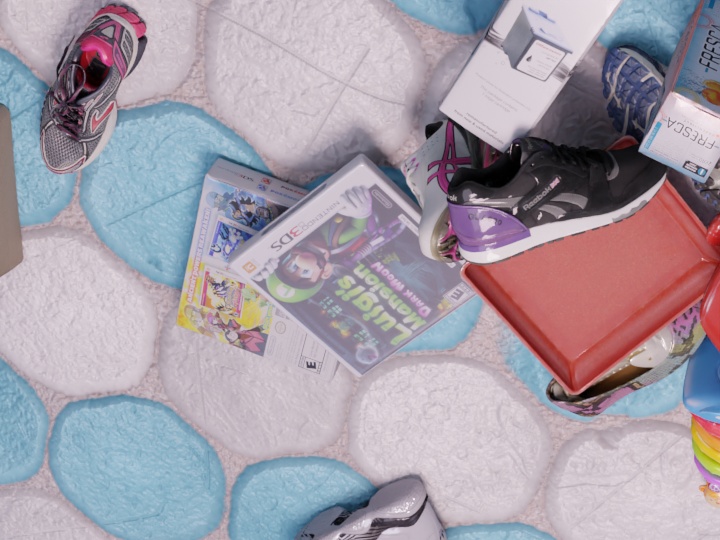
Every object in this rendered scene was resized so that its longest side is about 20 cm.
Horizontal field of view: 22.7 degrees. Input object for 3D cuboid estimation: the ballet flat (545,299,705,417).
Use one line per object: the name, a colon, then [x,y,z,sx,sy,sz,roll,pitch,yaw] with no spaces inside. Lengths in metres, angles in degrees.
ballet flat: [0.259,0.086,1.765,0.200,0.071,0.069,-40,63,37]

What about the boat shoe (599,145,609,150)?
boat shoe: [0.176,-0.057,1.710,0.198,0.075,0.066,-21,109,16]

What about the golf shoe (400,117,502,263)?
golf shoe: [0.078,-0.074,1.659,0.092,0.200,0.073,4,126,17]

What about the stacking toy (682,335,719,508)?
stacking toy: [0.367,0.171,1.778,0.115,0.110,0.201,12,135,10]

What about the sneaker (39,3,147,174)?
sneaker: [-0.284,-0.177,1.808,0.080,0.075,0.200,29,127,1]

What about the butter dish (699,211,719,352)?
butter dish: [0.378,-0.003,1.624,0.148,0.200,0.200,40,128,21]

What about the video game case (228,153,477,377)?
video game case: [0.000,0.000,1.793,0.182,0.023,0.200,-36,120,23]

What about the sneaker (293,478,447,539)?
sneaker: [0.014,0.316,2.004,0.199,0.075,0.115,-28,105,29]

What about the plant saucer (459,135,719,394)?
plant saucer: [0.218,-0.008,1.672,0.200,0.037,0.200,-39,121,9]

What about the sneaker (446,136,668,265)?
sneaker: [0.171,-0.079,1.548,0.199,0.076,0.088,-23,121,-7]

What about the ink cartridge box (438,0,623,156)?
ink cartridge box: [0.166,-0.221,1.566,0.086,0.147,0.200,31,126,-1]

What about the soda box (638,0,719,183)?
soda box: [0.293,-0.160,1.524,0.063,0.200,0.069,26,127,3]

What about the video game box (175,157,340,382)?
video game box: [-0.089,0.002,1.864,0.181,0.047,0.201,19,125,4]

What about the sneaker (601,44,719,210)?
sneaker: [0.302,-0.133,1.620,0.200,0.085,0.077,46,140,16]

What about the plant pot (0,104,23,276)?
plant pot: [-0.492,-0.062,1.895,0.199,0.177,0.201,11,125,14]
